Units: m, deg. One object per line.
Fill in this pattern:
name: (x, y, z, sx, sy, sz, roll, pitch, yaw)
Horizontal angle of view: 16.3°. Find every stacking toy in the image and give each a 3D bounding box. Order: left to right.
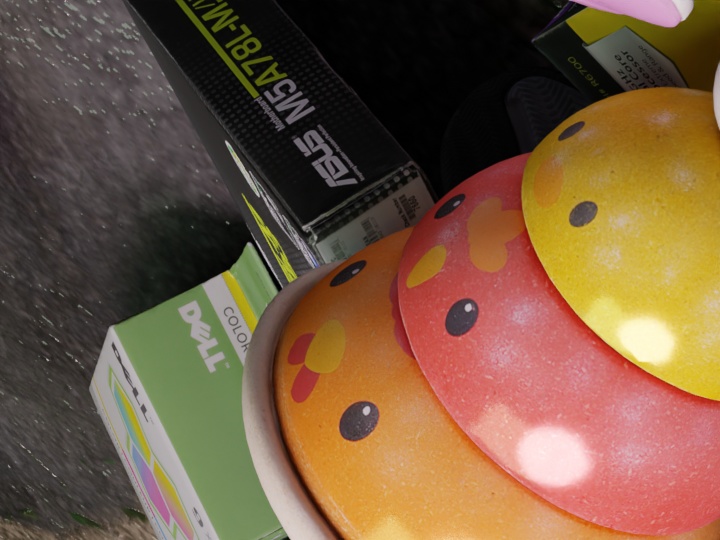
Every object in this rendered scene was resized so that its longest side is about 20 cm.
stacking toy: (0.072, 0.000, 0.642, 0.146, 0.146, 0.200, 39, 125, 3)

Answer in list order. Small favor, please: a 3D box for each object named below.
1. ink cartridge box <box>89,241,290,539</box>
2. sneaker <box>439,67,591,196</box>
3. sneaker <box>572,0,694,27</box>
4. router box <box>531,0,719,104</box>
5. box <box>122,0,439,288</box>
ink cartridge box: (-0.059, 0.065, 1.029, 0.104, 0.059, 0.200, 63, 166, 6)
sneaker: (0.098, 0.032, 0.807, 0.200, 0.075, 0.116, 53, 175, 23)
sneaker: (0.038, -0.122, 0.667, 0.080, 0.089, 0.200, 13, -173, -23)
router box: (0.160, -0.026, 0.672, 0.200, 0.051, 0.149, 44, 156, -9)
box: (0.000, 0.000, 0.852, 0.193, 0.047, 0.200, 49, 170, 50)
